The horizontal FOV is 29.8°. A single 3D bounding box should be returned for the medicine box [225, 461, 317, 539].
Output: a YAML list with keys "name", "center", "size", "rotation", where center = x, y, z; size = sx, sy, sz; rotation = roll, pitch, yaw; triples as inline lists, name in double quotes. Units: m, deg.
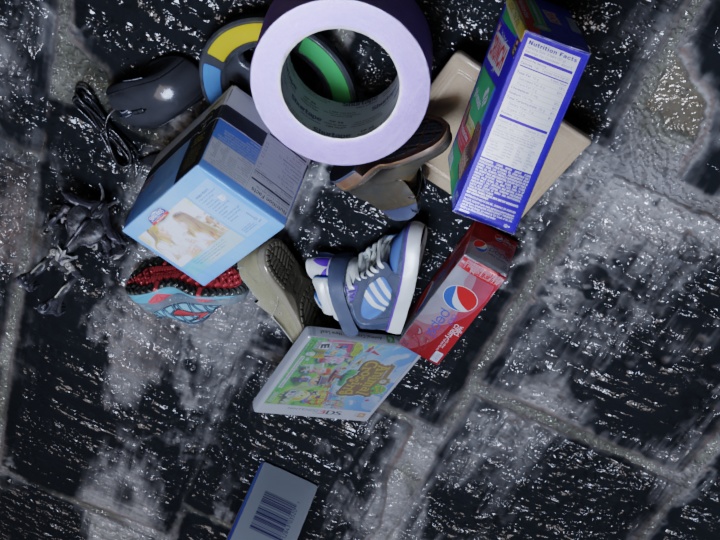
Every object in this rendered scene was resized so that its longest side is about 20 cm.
- name: "medicine box"
  center: [-0.163, 0.440, 2.139]
  size: [0.102, 0.183, 0.201]
  rotation: [24, 136, -2]

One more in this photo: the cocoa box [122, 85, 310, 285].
- name: "cocoa box"
  center: [-0.171, -0.097, 1.626]
  size: [0.133, 0.133, 0.199]
  rotation: [34, 142, -20]

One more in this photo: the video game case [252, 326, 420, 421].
- name: "video game case"
  center: [-0.031, 0.146, 1.863]
  size: [0.179, 0.022, 0.201]
  rotation: [7, 142, -26]

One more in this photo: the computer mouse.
- name: "computer mouse"
  center: [-0.262, -0.184, 1.685]
  size: [0.198, 0.046, 0.141]
  rotation: [-11, 126, 30]

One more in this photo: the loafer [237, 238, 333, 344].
- name: "loafer"
  center: [-0.100, 0.034, 1.809]
  size: [0.067, 0.076, 0.201]
  rotation: [2, 136, 34]

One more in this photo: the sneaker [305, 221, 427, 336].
- name: "sneaker"
  center: [0.000, 0.000, 1.726]
  size: [0.144, 0.081, 0.201]
  rotation: [15, 141, 2]

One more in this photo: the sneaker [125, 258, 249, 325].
- name: "sneaker"
  center: [-0.223, 0.029, 1.864]
  size: [0.197, 0.080, 0.096]
  rotation: [0, 142, 33]

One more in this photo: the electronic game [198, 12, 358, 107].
- name: "electronic game"
  center: [-0.097, -0.213, 1.593]
  size: [0.197, 0.042, 0.202]
  rotation: [11, 134, 12]

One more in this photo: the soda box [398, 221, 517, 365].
- name: "soda box"
  center: [0.121, 0.030, 1.713]
  size: [0.063, 0.070, 0.201]
  rotation: [29, 136, -5]

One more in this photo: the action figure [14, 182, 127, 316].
- name: "action figure"
  center: [-0.385, -0.040, 1.839]
  size: [0.118, 0.102, 0.200]
  rotation: [39, 108, -6]

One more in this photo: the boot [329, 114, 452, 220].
- name: "boot"
  center: [0.059, -0.117, 1.567]
  size: [0.097, 0.075, 0.199]
  rotation: [38, 150, -26]

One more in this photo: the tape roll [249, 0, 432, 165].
- name: "tape roll"
  center: [-0.019, -0.223, 1.488]
  size: [0.196, 0.085, 0.202]
  rotation: [2, 125, 3]

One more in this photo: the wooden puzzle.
- name: "wooden puzzle"
  center: [0.145, -0.150, 1.563]
  size: [0.184, 0.038, 0.200]
  rotation: [32, 140, -8]

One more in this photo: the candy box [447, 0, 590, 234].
- name: "candy box"
  center: [0.157, -0.167, 1.395]
  size: [0.076, 0.170, 0.202]
  rotation: [19, 113, -7]
